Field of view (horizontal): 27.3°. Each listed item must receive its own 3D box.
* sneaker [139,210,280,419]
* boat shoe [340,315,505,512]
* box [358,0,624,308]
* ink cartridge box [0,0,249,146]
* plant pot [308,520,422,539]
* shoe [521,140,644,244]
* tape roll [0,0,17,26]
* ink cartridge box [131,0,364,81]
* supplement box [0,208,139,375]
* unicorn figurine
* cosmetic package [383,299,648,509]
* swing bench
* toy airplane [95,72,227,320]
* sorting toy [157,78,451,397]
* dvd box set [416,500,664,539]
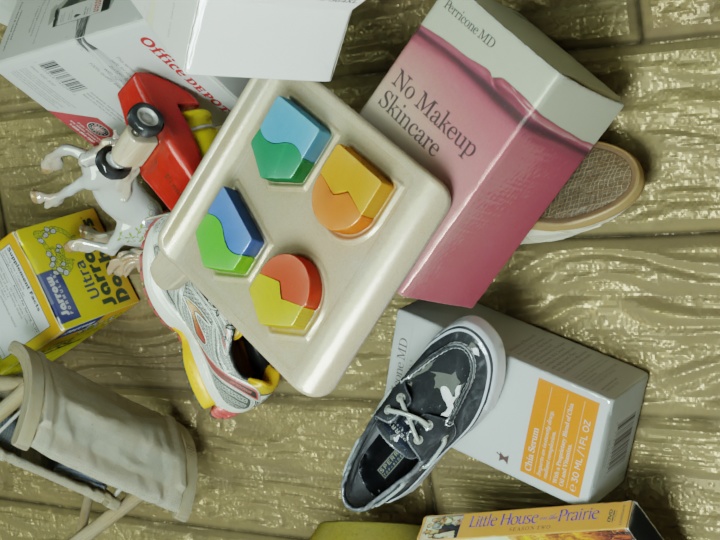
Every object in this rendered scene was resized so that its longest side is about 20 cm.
[{"bbox_3d":[-0.134,0.035,1.372,0.082,0.078,0.201,-20,101,34],"label":"sneaker"},{"bbox_3d":[0.043,0.119,1.172,0.072,0.068,0.200,47,126,15],"label":"boat shoe"},{"bbox_3d":[0.075,-0.090,1.106,0.128,0.109,0.201,46,110,30],"label":"box"},{"bbox_3d":[-0.195,-0.188,1.290,0.199,0.147,0.084,-7,57,37],"label":"ink cartridge box"},{"bbox_3d":[0.012,0.292,1.281,0.199,0.199,0.144,-6,75,37],"label":"plant pot"},{"bbox_3d":[0.134,-0.057,1.160,0.199,0.053,0.071,-10,78,34],"label":"shoe"},{"bbox_3d":[-0.294,-0.327,1.374,0.201,0.071,0.205,12,111,33],"label":"tape roll"},{"bbox_3d":[-0.089,-0.231,1.093,0.200,0.127,0.126,54,136,44],"label":"ink cartridge box"},{"bbox_3d":[-0.337,0.036,1.491,0.199,0.109,0.110,-30,86,39],"label":"supplement box"},{"bbox_3d":[-0.235,-0.073,1.372,0.136,0.200,0.075,-10,58,25],"label":"unicorn figurine"},{"bbox_3d":[0.121,0.100,1.198,0.199,0.071,0.102,22,116,30],"label":"cosmetic package"},{"bbox_3d":[-0.287,0.168,1.422,0.199,0.198,0.131,-23,47,38],"label":"swing bench"},{"bbox_3d":[-0.107,-0.063,1.230,0.198,0.141,0.201,11,119,31],"label":"toy airplane"},{"bbox_3d":[-0.051,-0.037,1.094,0.200,0.036,0.186,40,105,30],"label":"sorting toy"},{"bbox_3d":[0.163,0.245,1.194,0.199,0.030,0.147,-11,129,37],"label":"dvd box set"}]
